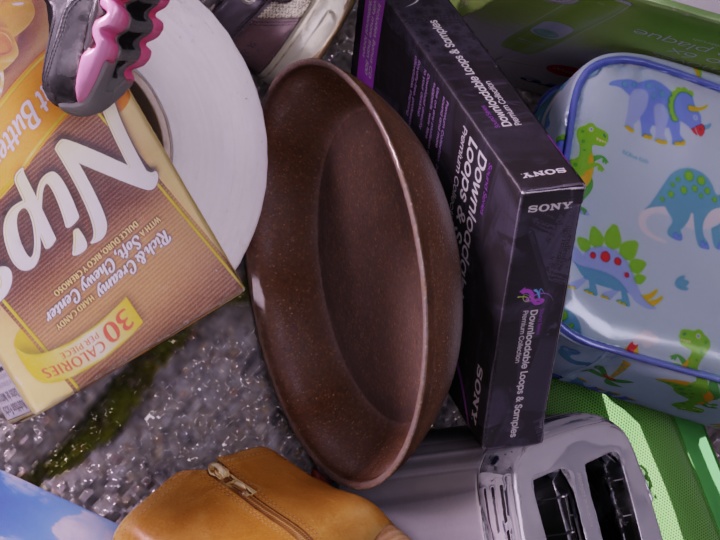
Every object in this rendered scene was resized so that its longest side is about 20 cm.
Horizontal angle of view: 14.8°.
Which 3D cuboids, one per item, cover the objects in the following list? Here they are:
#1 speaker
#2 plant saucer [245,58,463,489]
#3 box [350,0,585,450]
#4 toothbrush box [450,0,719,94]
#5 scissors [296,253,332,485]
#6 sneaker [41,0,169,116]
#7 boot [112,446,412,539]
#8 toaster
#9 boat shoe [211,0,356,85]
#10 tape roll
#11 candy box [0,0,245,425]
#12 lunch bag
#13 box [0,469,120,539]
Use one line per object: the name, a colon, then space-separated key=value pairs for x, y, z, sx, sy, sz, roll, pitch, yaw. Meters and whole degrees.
speaker: x=0.134 y=0.105 z=1.370 sx=0.088 sy=0.088 sz=0.200 roll=-22 pitch=91 yaw=-19
plant saucer: x=0.000 y=0.000 z=1.280 sx=0.037 sy=0.200 sz=0.201 roll=-8 pitch=86 yaw=-25
box: x=0.042 y=-0.033 z=1.273 sx=0.036 sy=0.200 sz=0.143 roll=-9 pitch=127 yaw=-20
toothbrush box: x=0.124 y=-0.142 z=1.335 sx=0.145 sy=0.200 sz=0.086 roll=15 pitch=80 yaw=-16
scissors: x=-0.019 y=0.095 z=1.358 sx=0.073 sy=0.014 sz=0.200 roll=-23 pitch=92 yaw=-17
sneaker: x=-0.129 y=-0.167 z=1.209 sx=0.095 sy=0.079 sz=0.200 roll=5 pitch=81 yaw=6
boot: x=-0.061 y=0.155 z=1.223 sx=0.201 sy=0.144 sz=0.071 roll=-31 pitch=138 yaw=-43
toaster: x=0.070 y=0.145 z=1.308 sx=0.114 sy=0.129 sz=0.200 roll=-12 pitch=88 yaw=-42
boat shoe: x=-0.014 y=-0.187 z=1.365 sx=0.065 sy=0.072 sz=0.200 roll=29 pitch=82 yaw=-18
tape roll: x=-0.148 y=-0.051 z=1.305 sx=0.202 sy=0.071 sz=0.203 roll=2 pitch=83 yaw=-18
candy box: x=-0.154 y=-0.046 z=1.236 sx=0.115 sy=0.055 sz=0.200 roll=-31 pitch=92 yaw=-20
lunch bag: x=0.169 y=-0.011 z=1.315 sx=0.200 sy=0.082 sz=0.161 roll=16 pitch=71 yaw=-16
box: x=-0.132 y=0.159 z=1.252 sx=0.200 sy=0.122 sz=0.048 roll=25 pitch=119 yaw=-5
